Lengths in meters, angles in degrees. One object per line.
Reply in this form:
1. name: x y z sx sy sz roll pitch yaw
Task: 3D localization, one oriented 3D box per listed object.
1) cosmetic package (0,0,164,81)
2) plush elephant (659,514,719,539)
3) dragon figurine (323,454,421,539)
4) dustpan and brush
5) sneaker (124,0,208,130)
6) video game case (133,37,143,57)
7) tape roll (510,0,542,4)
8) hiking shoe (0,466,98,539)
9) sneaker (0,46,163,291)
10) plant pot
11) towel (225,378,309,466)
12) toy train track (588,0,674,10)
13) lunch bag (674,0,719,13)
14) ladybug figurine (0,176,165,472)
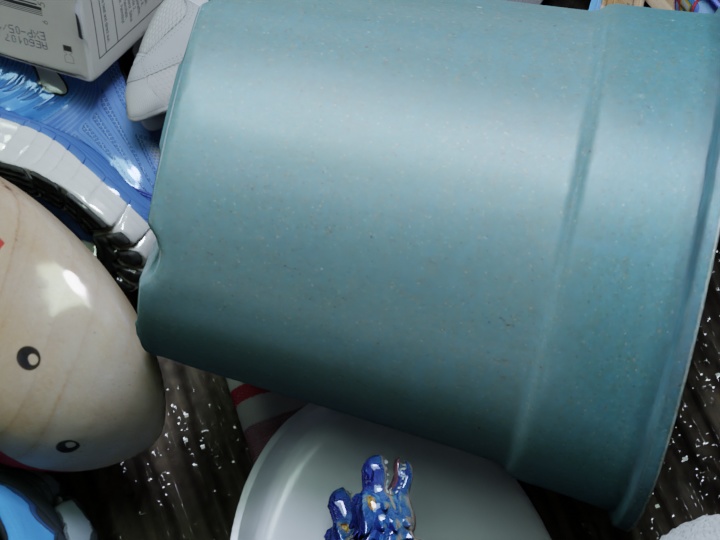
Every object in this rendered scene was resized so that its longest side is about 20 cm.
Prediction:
1. cosmetic package: -0.097 -0.183 1.039 0.073 0.104 0.200 17 43 24
2. plush elephant: 0.191 0.094 0.811 0.164 0.200 0.155 -26 35 10
3. dragon figurine: 0.047 0.163 0.880 0.099 0.059 0.201 -13 87 -13
4. dustpan and brush: 0.003 0.073 0.950 0.139 0.057 0.201 -9 82 -12
5. sneaker: -0.009 -0.055 1.007 0.199 0.076 0.092 29 89 -1
6. video game case: -0.189 -0.095 1.122 0.181 0.022 0.201 -4 57 5
7. tape roll: -0.003 -0.161 1.116 0.202 0.037 0.203 -7 50 9
8. hiking shoe: -0.116 0.150 0.904 0.200 0.087 0.075 39 105 34
9. sneaker: -0.147 -0.072 1.054 0.200 0.079 0.089 35 58 19
10. plant pot: 0.026 -0.022 0.876 0.195 0.200 0.201 13 59 1
11. towel: 0.000 0.000 1.034 0.143 0.023 0.201 -18 56 -3
12. toy train track: 0.107 -0.116 1.038 0.033 0.115 0.200 -40 14 24
13. lunch bag: 0.238 -0.096 0.984 0.199 0.151 0.094 -26 58 -9
14. ladybug figurine: -0.153 0.024 0.961 0.072 0.136 0.200 -34 27 -21
